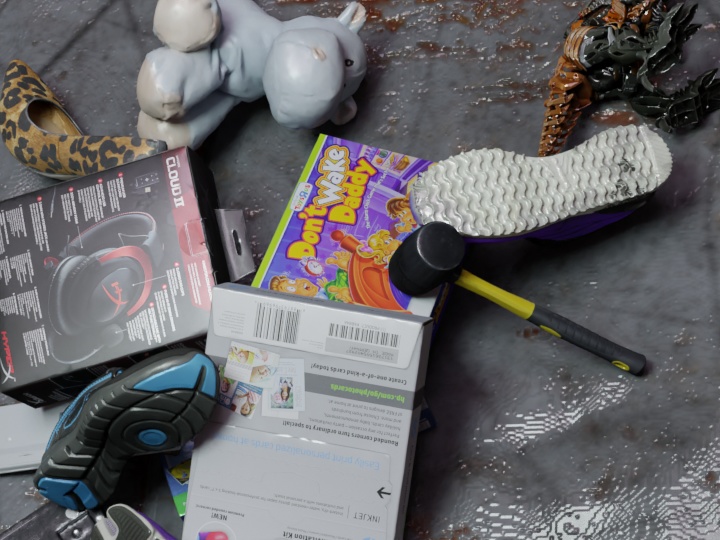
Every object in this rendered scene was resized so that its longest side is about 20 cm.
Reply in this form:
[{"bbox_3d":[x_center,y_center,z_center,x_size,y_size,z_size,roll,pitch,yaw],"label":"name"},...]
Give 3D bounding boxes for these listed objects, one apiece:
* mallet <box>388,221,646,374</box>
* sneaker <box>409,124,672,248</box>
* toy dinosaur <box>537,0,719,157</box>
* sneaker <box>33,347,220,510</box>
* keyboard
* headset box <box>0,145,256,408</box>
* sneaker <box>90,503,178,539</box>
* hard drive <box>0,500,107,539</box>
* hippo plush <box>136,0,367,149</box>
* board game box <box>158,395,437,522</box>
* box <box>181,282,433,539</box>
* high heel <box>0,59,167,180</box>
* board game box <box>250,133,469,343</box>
[{"bbox_3d":[0.111,0.029,1.420,0.200,0.066,0.041,30,65,-17],"label":"mallet"},{"bbox_3d":[0.127,-0.046,1.462,0.200,0.100,0.070,-10,69,-16],"label":"sneaker"},{"bbox_3d":[0.206,-0.162,1.542,0.136,0.102,0.200,20,84,42],"label":"toy dinosaur"},{"bbox_3d":[-0.168,0.094,1.399,0.200,0.073,0.082,-35,35,40],"label":"sneaker"},{"bbox_3d":[-0.220,0.121,1.501,0.200,0.011,0.056,-10,57,24],"label":"keyboard"},{"bbox_3d":[-0.179,0.004,1.481,0.200,0.075,0.149,-17,73,8],"label":"headset box"},{"bbox_3d":[-0.108,0.240,1.368,0.200,0.083,0.081,41,109,12],"label":"sneaker"},{"bbox_3d":[-0.209,0.266,1.417,0.140,0.038,0.200,-35,56,-6],"label":"hard drive"},{"bbox_3d":[-0.081,-0.154,1.599,0.161,0.160,0.200,17,22,6],"label":"hippo plush"},{"bbox_3d":[-0.059,0.096,1.478,0.200,0.034,0.135,-24,56,0],"label":"board game box"},{"bbox_3d":[-0.039,0.120,1.383,0.156,0.041,0.200,9,96,14],"label":"box"},{"bbox_3d":[-0.222,-0.122,1.601,0.143,0.071,0.200,-42,62,34],"label":"high heel"},{"bbox_3d":[0.000,0.000,1.469,0.134,0.045,0.200,14,56,12],"label":"board game box"}]
